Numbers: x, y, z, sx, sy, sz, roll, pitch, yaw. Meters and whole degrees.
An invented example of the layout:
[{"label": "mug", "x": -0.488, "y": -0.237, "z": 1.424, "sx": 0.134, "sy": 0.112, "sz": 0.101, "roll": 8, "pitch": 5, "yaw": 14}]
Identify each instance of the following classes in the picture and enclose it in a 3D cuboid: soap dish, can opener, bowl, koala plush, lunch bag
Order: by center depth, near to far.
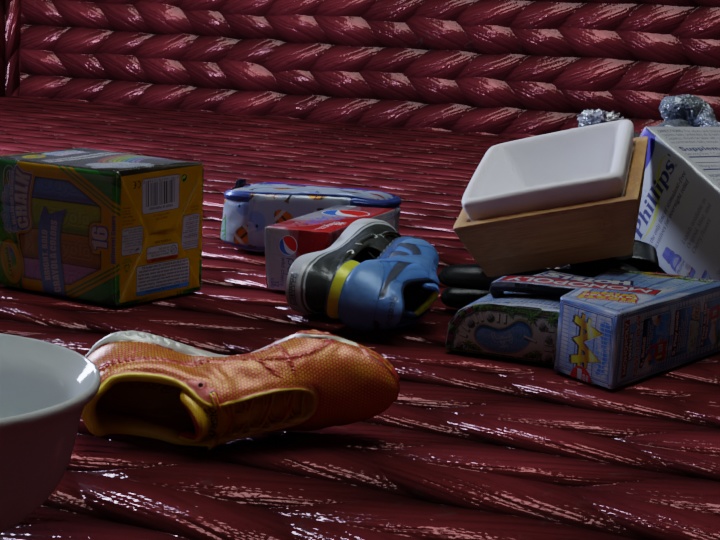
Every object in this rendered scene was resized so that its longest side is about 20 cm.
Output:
[{"label": "bowl", "x": -0.224, "y": 0.090, "z": 0.706, "sx": 0.201, "sy": 0.091, "sz": 0.201, "roll": 2, "pitch": 10, "yaw": 0}, {"label": "soap dish", "x": 0.178, "y": -0.064, "z": 1.337, "sx": 0.157, "sy": 0.081, "sz": 0.200, "roll": -10, "pitch": 17, "yaw": 17}, {"label": "can opener", "x": 0.169, "y": 0.018, "z": 1.353, "sx": 0.199, "sy": 0.064, "sz": 0.079, "roll": -5, "pitch": 35, "yaw": 13}, {"label": "lunch bag", "x": -0.057, "y": -0.061, "z": 1.688, "sx": 0.199, "sy": 0.076, "sz": 0.160, "roll": 6, "pitch": 8, "yaw": 11}, {"label": "koala plush", "x": 0.387, "y": -0.149, "z": 2.064, "sx": 0.199, "sy": 0.178, "sz": 0.184, "roll": 6, "pitch": 20, "yaw": -5}]

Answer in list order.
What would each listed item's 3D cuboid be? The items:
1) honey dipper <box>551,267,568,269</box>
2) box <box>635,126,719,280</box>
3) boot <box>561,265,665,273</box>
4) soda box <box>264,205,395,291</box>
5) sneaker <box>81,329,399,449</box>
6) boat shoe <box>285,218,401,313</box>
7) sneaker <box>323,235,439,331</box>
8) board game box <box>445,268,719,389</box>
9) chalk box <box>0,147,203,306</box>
[{"label": "honey dipper", "x": 0.270, "y": 0.023, "z": 1.420, "sx": 0.199, "sy": 0.038, "sz": 0.038, "roll": 5, "pitch": 9, "yaw": -9}, {"label": "box", "x": 0.372, "y": -0.043, "z": 1.414, "sx": 0.184, "sy": 0.105, "sz": 0.200, "roll": -3, "pitch": 37, "yaw": -32}, {"label": "boot", "x": 0.300, "y": -0.027, "z": 1.561, "sx": 0.158, "sy": 0.080, "sz": 0.211, "roll": -16, "pitch": 30, "yaw": -42}, {"label": "soda box", "x": -0.026, "y": -0.023, "z": 1.498, "sx": 0.070, "sy": 0.064, "sz": 0.200, "roll": 6, "pitch": 11, "yaw": 19}, {"label": "sneaker", "x": -0.074, "y": 0.082, "z": 0.922, "sx": 0.199, "sy": 0.073, "sz": 0.077, "roll": -2, "pitch": 32, "yaw": -6}, {"label": "boat shoe", "x": 0.000, "y": 0.000, "z": 1.377, "sx": 0.056, "sy": 0.069, "sz": 0.200, "roll": 5, "pitch": 17, "yaw": 25}, {"label": "sneaker", "x": 0.041, "y": 0.017, "z": 1.308, "sx": 0.078, "sy": 0.066, "sz": 0.200, "roll": 16, "pitch": 15, "yaw": 19}, {"label": "board game box", "x": 0.179, "y": 0.040, "z": 1.203, "sx": 0.200, "sy": 0.062, "sz": 0.200, "roll": 7, "pitch": 10, "yaw": 22}, {"label": "chalk box", "x": -0.260, "y": -0.045, "z": 1.393, "sx": 0.200, "sy": 0.124, "sz": 0.124, "roll": 8, "pitch": 12, "yaw": 33}]
